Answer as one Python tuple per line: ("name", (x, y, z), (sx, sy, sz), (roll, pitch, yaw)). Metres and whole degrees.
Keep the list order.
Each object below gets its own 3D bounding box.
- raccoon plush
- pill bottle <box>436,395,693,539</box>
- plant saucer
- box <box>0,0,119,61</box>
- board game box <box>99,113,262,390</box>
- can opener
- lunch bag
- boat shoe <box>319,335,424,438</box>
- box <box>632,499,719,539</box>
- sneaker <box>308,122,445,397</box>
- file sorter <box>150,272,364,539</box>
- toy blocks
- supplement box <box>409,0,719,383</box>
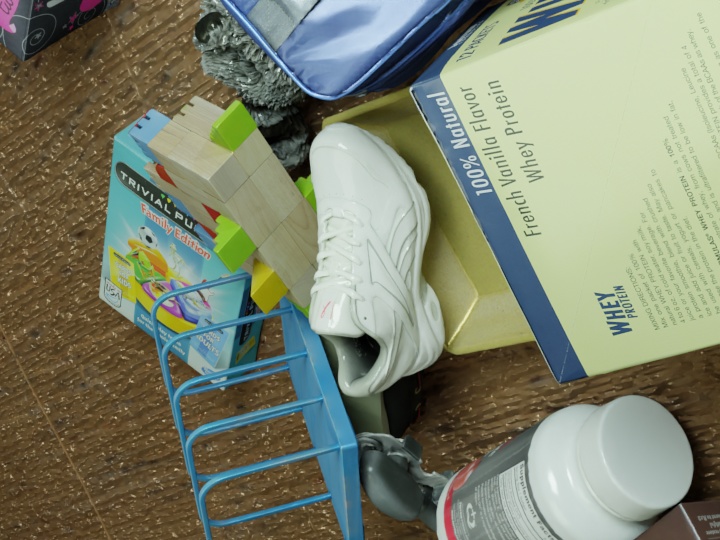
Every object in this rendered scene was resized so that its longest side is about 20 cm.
("raccoon plush", (-0.024, -0.146, 1.087), (0.133, 0.097, 0.200), (15, 156, 29))
("pill bottle", (0.149, 0.164, 1.140), (0.111, 0.111, 0.200), (49, 141, 0))
("plant saucer", (0.092, -0.048, 1.070), (0.199, 0.048, 0.201), (-14, 110, 48))
("box", (-0.242, -0.279, 1.143), (0.132, 0.115, 0.201), (39, 141, 12))
("board game box", (-0.147, -0.013, 1.327), (0.150, 0.047, 0.201), (34, 139, 17))
("can opener", (0.060, 0.191, 1.239), (0.052, 0.067, 0.200), (-19, 133, 41))
("lunch bag", (0.017, -0.198, 0.901), (0.136, 0.132, 0.200), (46, 108, 2))
("boat shoe", (0.013, 0.064, 1.224), (0.073, 0.063, 0.202), (25, 139, 24))
("box", (0.206, 0.241, 1.108), (0.200, 0.100, 0.075), (-45, 56, 37))
("sneaker", (0.000, 0.000, 1.075), (0.077, 0.099, 0.201), (2, 119, 38))
("file sorter", (-0.083, 0.115, 1.223), (0.139, 0.122, 0.201), (87, 166, -47))
("toy blocks", (-0.098, -0.059, 1.138), (0.136, 0.100, 0.200), (30, 162, 42))
("supplement box", (0.172, -0.072, 0.870), (0.199, 0.134, 0.201), (-18, 108, 33))
